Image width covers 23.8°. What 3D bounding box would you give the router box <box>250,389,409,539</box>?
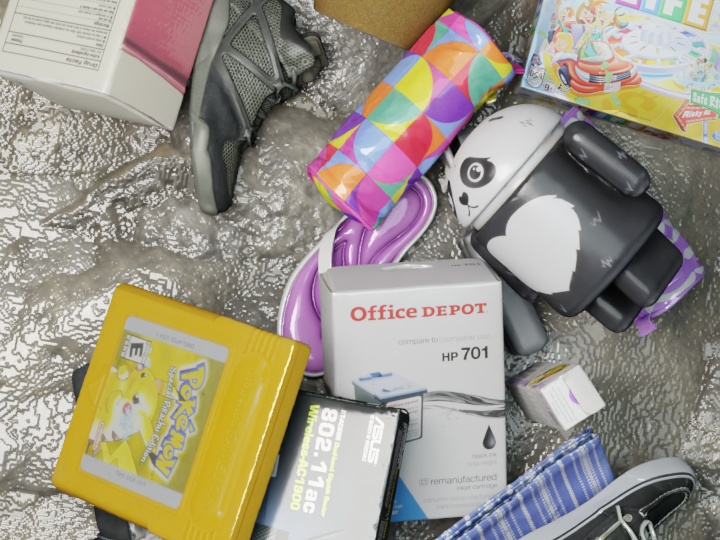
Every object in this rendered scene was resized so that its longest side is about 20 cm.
[{"bbox_3d":[-0.053,0.194,1.336,0.149,0.062,0.202,9,82,11],"label":"router box"}]

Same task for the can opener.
[{"bbox_3d":[0.121,-0.027,1.479,0.067,0.053,0.201,-26,90,-6],"label":"can opener"}]

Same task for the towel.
[{"bbox_3d":[0.135,0.229,1.430,0.199,0.145,0.024,-36,48,-7],"label":"towel"}]

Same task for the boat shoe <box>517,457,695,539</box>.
[{"bbox_3d":[0.211,0.225,1.425,0.198,0.074,0.068,-22,46,-25],"label":"boat shoe"}]

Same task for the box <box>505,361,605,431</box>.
[{"bbox_3d":[0.157,0.101,1.399,0.039,0.200,0.042,-31,89,-4],"label":"box"}]

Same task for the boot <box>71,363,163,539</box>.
[{"bbox_3d":[-0.219,0.178,1.421,0.164,0.066,0.202,-14,80,15],"label":"boot"}]

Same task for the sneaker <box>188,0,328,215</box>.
[{"bbox_3d":[-0.089,-0.144,1.455,0.113,0.076,0.201,6,80,1],"label":"sneaker"}]

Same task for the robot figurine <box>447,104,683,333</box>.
[{"bbox_3d":[0.162,-0.043,1.380,0.200,0.125,0.150,42,100,2],"label":"robot figurine"}]

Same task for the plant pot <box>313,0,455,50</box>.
[{"bbox_3d":[0.040,-0.296,1.442,0.185,0.186,0.201,21,99,-4],"label":"plant pot"}]

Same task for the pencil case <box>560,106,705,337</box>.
[{"bbox_3d":[0.210,-0.047,1.472,0.200,0.084,0.085,49,49,1],"label":"pencil case"}]

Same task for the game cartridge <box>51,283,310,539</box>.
[{"bbox_3d":[-0.144,0.116,1.333,0.199,0.032,0.178,15,86,40],"label":"game cartridge"}]

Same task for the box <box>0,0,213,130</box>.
[{"bbox_3d":[-0.201,-0.233,1.412,0.127,0.109,0.201,14,85,28],"label":"box"}]

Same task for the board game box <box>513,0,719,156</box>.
[{"bbox_3d":[0.249,-0.195,1.513,0.198,0.034,0.135,16,84,-4],"label":"board game box"}]

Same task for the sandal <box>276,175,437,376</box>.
[{"bbox_3d":[-0.006,-0.004,1.466,0.082,0.050,0.203,32,84,-2],"label":"sandal"}]

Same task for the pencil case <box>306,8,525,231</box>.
[{"bbox_3d":[0.046,-0.125,1.429,0.088,0.088,0.200,45,89,-1],"label":"pencil case"}]

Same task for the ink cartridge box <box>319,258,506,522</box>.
[{"bbox_3d":[0.044,0.100,1.424,0.145,0.086,0.202,-4,104,-6],"label":"ink cartridge box"}]
